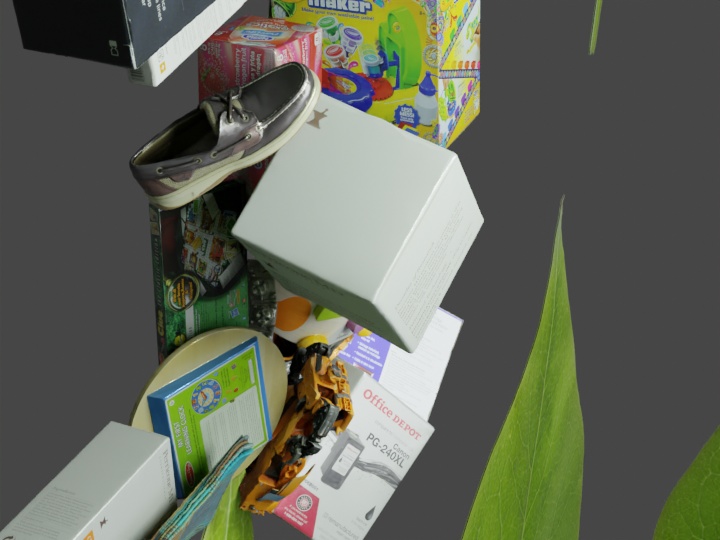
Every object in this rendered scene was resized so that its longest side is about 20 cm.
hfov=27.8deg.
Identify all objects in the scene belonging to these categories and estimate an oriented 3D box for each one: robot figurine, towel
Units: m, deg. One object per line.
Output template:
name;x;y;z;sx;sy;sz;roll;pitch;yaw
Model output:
robot figurine;-0.073;0.174;1.614;0.200;0.058;0.145;-49;-147;31
towel;-0.182;0.263;1.445;0.147;0.022;0.200;-59;173;37

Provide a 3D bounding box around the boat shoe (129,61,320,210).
boat shoe;-0.129;-0.135;1.373;0.200;0.072;0.065;-33;143;5

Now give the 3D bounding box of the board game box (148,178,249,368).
board game box;-0.162;0.013;1.478;0.105;0.023;0.201;-19;122;-37

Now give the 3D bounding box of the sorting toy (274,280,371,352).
sorting toy;0.000;0.000;1.656;0.180;0.107;0.200;-44;167;36

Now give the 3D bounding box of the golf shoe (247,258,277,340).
golf shoe;-0.128;0.073;1.605;0.097;0.078;0.201;-67;167;-70

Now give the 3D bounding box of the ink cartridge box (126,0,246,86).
ink cartridge box;-0.162;-0.264;1.374;0.200;0.037;0.095;-51;145;-43

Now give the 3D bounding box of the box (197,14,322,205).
box;-0.102;-0.151;1.493;0.100;0.095;0.201;-40;137;-54

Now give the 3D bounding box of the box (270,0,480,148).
box;0.018;-0.251;1.596;0.122;0.199;0.193;-48;142;-50

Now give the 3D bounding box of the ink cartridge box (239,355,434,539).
ink cartridge box;-0.026;0.225;1.753;0.145;0.083;0.200;41;79;-35

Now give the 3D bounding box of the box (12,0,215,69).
box;-0.192;-0.299;1.176;0.200;0.117;0.197;-51;146;-46

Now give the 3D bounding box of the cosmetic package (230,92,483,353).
cosmetic package;0.003;-0.045;1.445;0.167;0.167;0.200;-61;160;-9

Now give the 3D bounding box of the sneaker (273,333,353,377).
sneaker;-0.062;0.072;1.735;0.200;0.078;0.077;-62;142;-39

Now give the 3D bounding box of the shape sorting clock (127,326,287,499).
shape sorting clock;-0.159;0.148;1.514;0.200;0.039;0.201;-27;131;-36

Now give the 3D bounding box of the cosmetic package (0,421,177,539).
cosmetic package;-0.254;0.243;1.362;0.200;0.071;0.102;-49;144;-50

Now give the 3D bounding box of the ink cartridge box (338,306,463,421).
ink cartridge box;0.022;0.116;1.857;0.198;0.043;0.201;29;74;-31
